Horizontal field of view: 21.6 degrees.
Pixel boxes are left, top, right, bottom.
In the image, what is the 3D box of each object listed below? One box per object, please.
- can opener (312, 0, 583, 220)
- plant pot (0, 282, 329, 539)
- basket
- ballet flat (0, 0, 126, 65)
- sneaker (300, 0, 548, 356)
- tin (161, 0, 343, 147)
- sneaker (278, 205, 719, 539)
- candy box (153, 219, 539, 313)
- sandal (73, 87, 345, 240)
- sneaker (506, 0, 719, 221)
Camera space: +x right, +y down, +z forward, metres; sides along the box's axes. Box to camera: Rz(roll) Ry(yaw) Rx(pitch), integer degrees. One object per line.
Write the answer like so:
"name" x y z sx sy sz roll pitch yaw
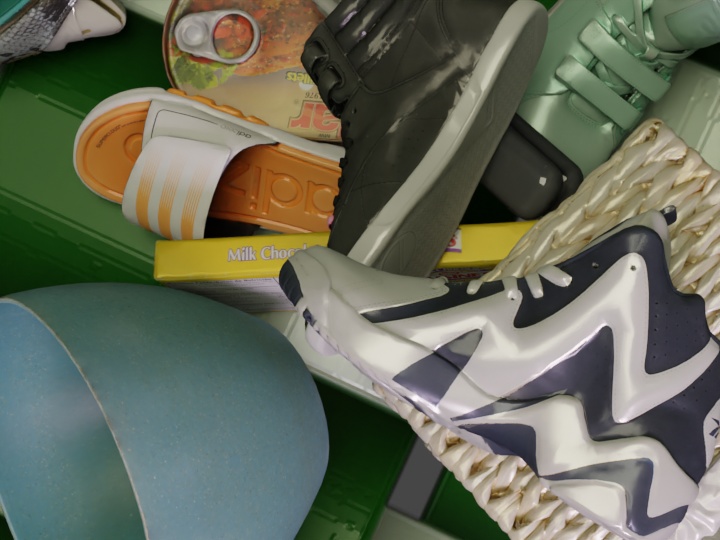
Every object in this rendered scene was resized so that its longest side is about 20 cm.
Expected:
"can opener" 0.042 -0.111 0.977 0.200 0.053 0.067 43 112 21
"plant pot" -0.096 0.090 0.970 0.134 0.200 0.201 -20 76 -29
"basket" 0.138 0.057 0.915 0.200 0.198 0.161 -43 75 2
"ballet flat" -0.147 -0.173 1.064 0.072 0.072 0.200 46 104 13
"sneaker" 0.004 -0.060 0.924 0.099 0.071 0.201 27 83 22
"tin" -0.011 -0.121 1.050 0.199 0.042 0.113 6 78 11
"sneaker" 0.074 0.014 0.800 0.199 0.079 0.130 31 84 19
"candy box" 0.000 0.000 0.996 0.199 0.102 0.027 -3 76 9
"sandal" -0.065 -0.042 1.019 0.206 0.059 0.079 13 127 11
"sneaker" 0.142 -0.114 0.974 0.074 0.118 0.201 30 85 -23
